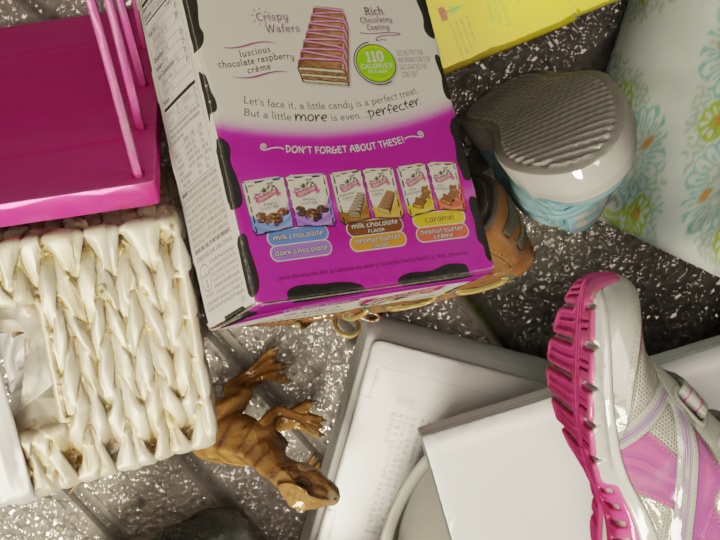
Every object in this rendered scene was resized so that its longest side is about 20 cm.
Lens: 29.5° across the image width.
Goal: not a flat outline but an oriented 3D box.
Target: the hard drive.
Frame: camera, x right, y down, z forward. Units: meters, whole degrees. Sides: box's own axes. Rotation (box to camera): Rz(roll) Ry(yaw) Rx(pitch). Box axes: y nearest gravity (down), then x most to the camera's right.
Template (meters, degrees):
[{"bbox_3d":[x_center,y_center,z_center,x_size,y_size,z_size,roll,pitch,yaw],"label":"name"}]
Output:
[{"bbox_3d":[0.144,0.119,0.744,0.199,0.027,0.132,-17,100,-1],"label":"hard drive"}]

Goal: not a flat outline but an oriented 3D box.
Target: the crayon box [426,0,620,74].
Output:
[{"bbox_3d":[0.036,-0.174,0.773,0.199,0.051,0.127,-21,102,2],"label":"crayon box"}]

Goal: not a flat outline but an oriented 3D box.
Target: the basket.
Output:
[{"bbox_3d":[-0.147,0.024,0.731,0.123,0.200,0.136,-10,103,-6],"label":"basket"}]

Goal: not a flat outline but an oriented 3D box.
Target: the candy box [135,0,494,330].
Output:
[{"bbox_3d":[-0.026,-0.080,0.671,0.136,0.061,0.201,-7,80,-32],"label":"candy box"}]

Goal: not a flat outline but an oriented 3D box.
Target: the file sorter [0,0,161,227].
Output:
[{"bbox_3d":[-0.179,-0.126,0.678,0.138,0.200,0.126,-9,125,-1],"label":"file sorter"}]

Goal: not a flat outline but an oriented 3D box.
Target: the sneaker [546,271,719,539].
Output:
[{"bbox_3d":[0.154,0.090,0.692,0.088,0.081,0.201,-17,108,-3],"label":"sneaker"}]

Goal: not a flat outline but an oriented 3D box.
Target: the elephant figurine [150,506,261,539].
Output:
[{"bbox_3d":[-0.111,0.205,0.797,0.200,0.142,0.155,37,73,15],"label":"elephant figurine"}]

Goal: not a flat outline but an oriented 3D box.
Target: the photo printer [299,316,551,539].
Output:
[{"bbox_3d":[0.077,0.128,0.828,0.199,0.069,0.167,14,99,-7],"label":"photo printer"}]

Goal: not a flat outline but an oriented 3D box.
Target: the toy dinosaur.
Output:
[{"bbox_3d":[-0.083,0.094,0.806,0.106,0.200,0.061,-32,113,-40],"label":"toy dinosaur"}]

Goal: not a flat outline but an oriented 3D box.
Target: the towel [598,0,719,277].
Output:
[{"bbox_3d":[0.187,-0.092,0.725,0.048,0.200,0.172,16,100,-23],"label":"towel"}]

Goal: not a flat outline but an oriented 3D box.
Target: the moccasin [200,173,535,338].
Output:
[{"bbox_3d":[0.000,-0.001,0.781,0.201,0.074,0.078,-17,137,20],"label":"moccasin"}]

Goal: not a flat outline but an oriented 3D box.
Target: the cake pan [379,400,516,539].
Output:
[{"bbox_3d":[0.106,0.165,0.781,0.199,0.037,0.201,-1,100,-5],"label":"cake pan"}]

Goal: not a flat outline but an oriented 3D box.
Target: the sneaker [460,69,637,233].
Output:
[{"bbox_3d":[0.114,-0.056,0.727,0.074,0.200,0.082,-36,106,5],"label":"sneaker"}]
